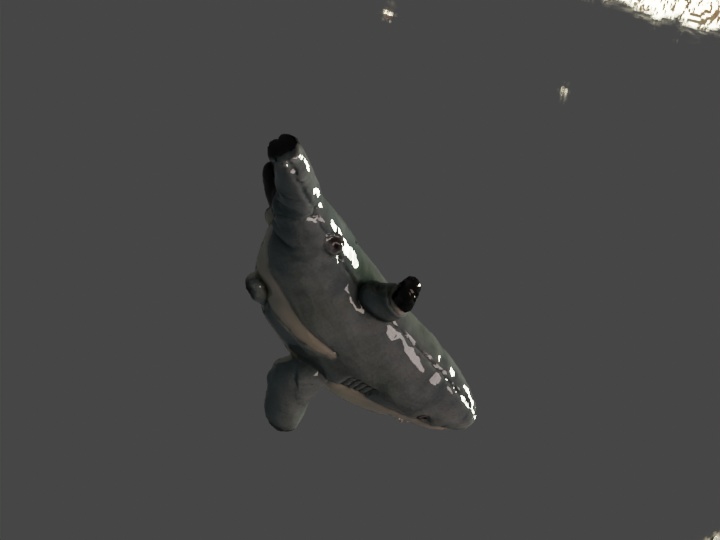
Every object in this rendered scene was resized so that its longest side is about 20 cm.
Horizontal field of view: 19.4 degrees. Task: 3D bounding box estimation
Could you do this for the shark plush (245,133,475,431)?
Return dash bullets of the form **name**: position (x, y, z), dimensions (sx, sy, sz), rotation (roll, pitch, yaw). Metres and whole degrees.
- **shark plush**: position (0.000, 0.000, 0.970), dimensions (0.091, 0.083, 0.201), rotation (-49, 143, -35)
